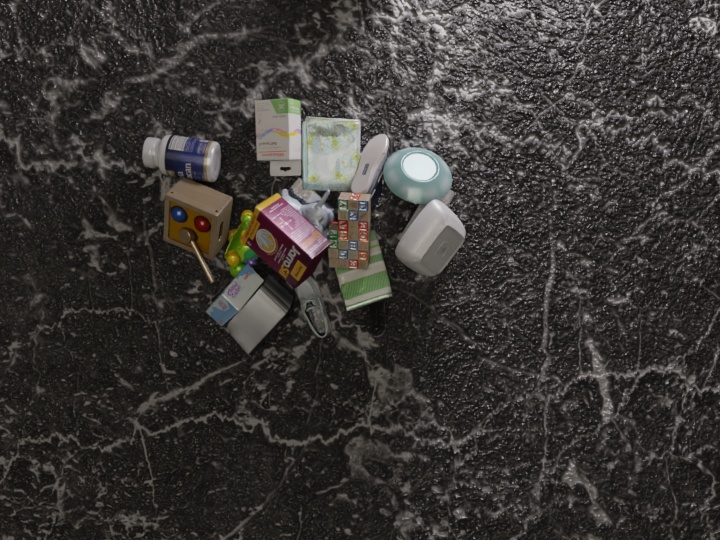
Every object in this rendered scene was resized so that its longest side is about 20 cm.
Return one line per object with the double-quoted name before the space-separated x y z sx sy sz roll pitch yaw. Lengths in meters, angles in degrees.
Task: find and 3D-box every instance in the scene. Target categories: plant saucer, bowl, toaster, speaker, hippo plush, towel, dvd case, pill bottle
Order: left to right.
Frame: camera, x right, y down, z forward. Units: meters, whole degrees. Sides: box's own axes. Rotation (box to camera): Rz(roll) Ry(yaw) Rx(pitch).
"pill bottle" -0.497 -0.315 1.581 0.194 0.111 0.114 8 99 -1
"toaster" -0.276 0.119 1.611 0.119 0.181 0.200 43 97 -10
"dvd case" -0.188 -0.150 1.656 0.142 0.018 0.201 40 97 -5
"hippo plush" -0.168 -0.129 1.564 0.157 0.200 0.163 13 78 6
"towel" -0.083 -0.329 1.608 0.166 0.048 0.206 1 99 -5
"towel" 0.000 0.000 1.645 0.149 0.023 0.205 -17 76 2
"plant saucer" 0.162 -0.276 1.567 0.195 0.039 0.205 3 59 -5
"speaker" 0.189 -0.157 1.626 0.080 0.081 0.203 31 98 -5
"bowl" 0.207 -0.075 1.581 0.201 0.199 0.075 -52 53 7

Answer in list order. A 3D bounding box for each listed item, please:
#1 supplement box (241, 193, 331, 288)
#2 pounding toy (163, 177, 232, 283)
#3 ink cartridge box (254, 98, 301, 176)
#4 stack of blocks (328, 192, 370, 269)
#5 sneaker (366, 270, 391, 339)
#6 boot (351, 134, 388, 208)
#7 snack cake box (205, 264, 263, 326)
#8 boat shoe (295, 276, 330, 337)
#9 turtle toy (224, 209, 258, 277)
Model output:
"supplement box" -0.195 -0.077 1.479 0.199 0.103 0.132 41 131 6
"pounding toy" -0.450 -0.110 1.572 0.180 0.143 0.203 21 129 2
"ink cartridge box" -0.228 -0.367 1.578 0.114 0.067 0.206 3 100 25
"stack of blocks" -0.030 -0.109 1.572 0.112 0.059 0.205 4 116 6
"sneaker" 0.051 0.100 1.675 0.074 0.088 0.205 6 75 10
"boot" 0.038 -0.282 1.619 0.072 0.090 0.204 16 74 32
"snack cake box" -0.354 0.073 1.583 0.067 0.199 0.116 43 58 -9
"boat shoe" -0.140 0.103 1.667 0.069 0.072 0.205 -23 98 3
"turtle toy" -0.326 -0.064 1.616 0.100 0.147 0.201 26 119 -26
